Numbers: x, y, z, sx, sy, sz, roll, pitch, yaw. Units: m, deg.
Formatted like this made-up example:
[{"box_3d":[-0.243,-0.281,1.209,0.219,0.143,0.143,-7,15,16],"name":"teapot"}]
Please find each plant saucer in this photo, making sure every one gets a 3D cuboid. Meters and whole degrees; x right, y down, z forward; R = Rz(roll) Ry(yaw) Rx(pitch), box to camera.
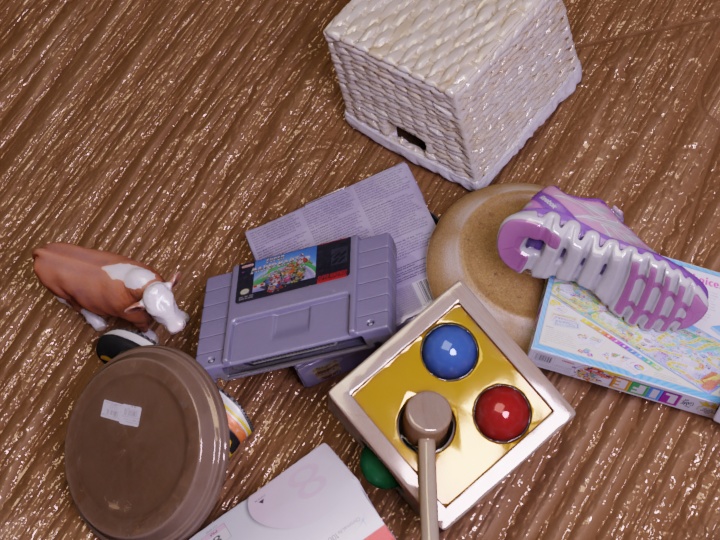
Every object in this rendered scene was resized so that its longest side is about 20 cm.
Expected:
[{"box_3d":[0.164,-0.008,1.332,0.199,0.035,0.201,2,62,-4],"name":"plant saucer"},{"box_3d":[-0.211,0.169,1.302,0.199,0.029,0.201,-7,77,31],"name":"plant saucer"}]

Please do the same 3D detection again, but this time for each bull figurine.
[{"box_3d":[-0.245,0.024,1.400,0.199,0.122,0.065,21,66,25],"name":"bull figurine"}]

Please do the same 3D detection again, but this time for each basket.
[{"box_3d":[0.100,-0.230,1.453,0.198,0.161,0.200,31,68,30],"name":"basket"}]

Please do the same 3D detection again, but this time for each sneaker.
[{"box_3d":[-0.204,0.131,1.351,0.200,0.070,0.090,29,65,26],"name":"sneaker"},{"box_3d":[0.227,-0.019,1.246,0.199,0.081,0.089,26,44,5],"name":"sneaker"}]

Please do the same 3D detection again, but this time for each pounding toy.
[{"box_3d":[0.071,0.144,1.203,0.200,0.142,0.184,-40,81,-10],"name":"pounding toy"}]

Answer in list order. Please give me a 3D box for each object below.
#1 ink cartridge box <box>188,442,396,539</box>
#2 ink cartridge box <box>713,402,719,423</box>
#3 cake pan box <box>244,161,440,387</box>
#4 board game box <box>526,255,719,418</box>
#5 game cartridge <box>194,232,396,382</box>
[{"box_3d":[-0.053,0.253,1.200,0.162,0.057,0.200,-34,24,-9],"name":"ink cartridge box"},{"box_3d":[0.419,0.128,1.190,0.199,0.039,0.100,26,66,14],"name":"ink cartridge box"},{"box_3d":[0.000,0.000,1.396,0.199,0.052,0.185,-25,57,-2],"name":"cake pan box"},{"box_3d":[0.265,0.049,1.271,0.199,0.034,0.135,17,62,4],"name":"board game box"},{"box_3d":[-0.062,0.034,1.323,0.199,0.038,0.130,-14,48,16],"name":"game cartridge"}]
